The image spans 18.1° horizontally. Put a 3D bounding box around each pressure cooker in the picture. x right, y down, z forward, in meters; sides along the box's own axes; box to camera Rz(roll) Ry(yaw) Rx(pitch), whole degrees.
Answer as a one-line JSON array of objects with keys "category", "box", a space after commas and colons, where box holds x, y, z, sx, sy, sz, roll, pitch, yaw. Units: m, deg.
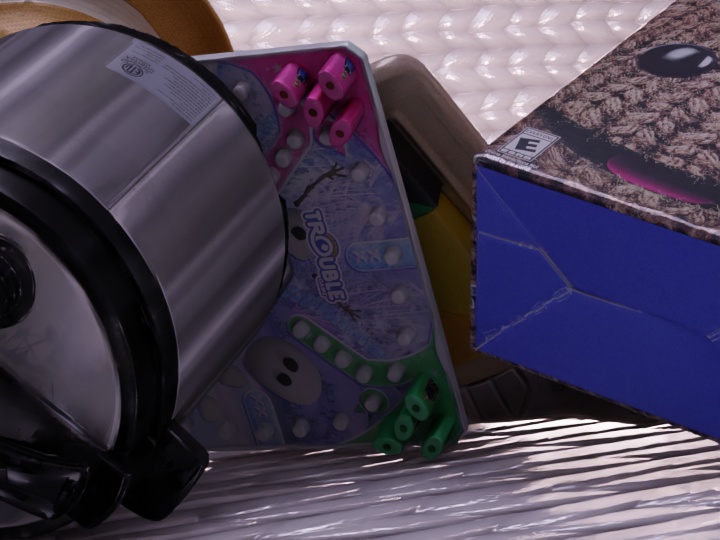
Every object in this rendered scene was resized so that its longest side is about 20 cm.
[{"category": "pressure cooker", "box": [-0.139, 0.006, 0.903, 0.176, 0.179, 0.200, 0, 26, 21]}]

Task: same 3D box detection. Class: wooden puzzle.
[{"category": "wooden puzzle", "box": [0.000, 0.000, 1.046, 0.185, 0.037, 0.200, -22, -51, 32]}]

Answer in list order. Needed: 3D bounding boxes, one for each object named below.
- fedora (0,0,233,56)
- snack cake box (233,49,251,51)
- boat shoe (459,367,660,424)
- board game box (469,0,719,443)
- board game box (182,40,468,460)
[{"category": "fedora", "box": [-0.156, -0.071, 1.077, 0.200, 0.201, 0.082, -5, 30, -2]}, {"category": "snack cake box", "box": [-0.099, -0.017, 1.240, 0.067, 0.200, 0.115, -4, 1, -42]}, {"category": "boat shoe", "box": [0.097, 0.045, 1.136, 0.200, 0.075, 0.073, 9, 1, 39]}, {"category": "board game box", "box": [0.165, -0.027, 0.959, 0.159, 0.097, 0.200, 20, 38, 29]}, {"category": "board game box", "box": [-0.069, 0.001, 1.014, 0.200, 0.200, 0.026, -3, 28, 24]}]
